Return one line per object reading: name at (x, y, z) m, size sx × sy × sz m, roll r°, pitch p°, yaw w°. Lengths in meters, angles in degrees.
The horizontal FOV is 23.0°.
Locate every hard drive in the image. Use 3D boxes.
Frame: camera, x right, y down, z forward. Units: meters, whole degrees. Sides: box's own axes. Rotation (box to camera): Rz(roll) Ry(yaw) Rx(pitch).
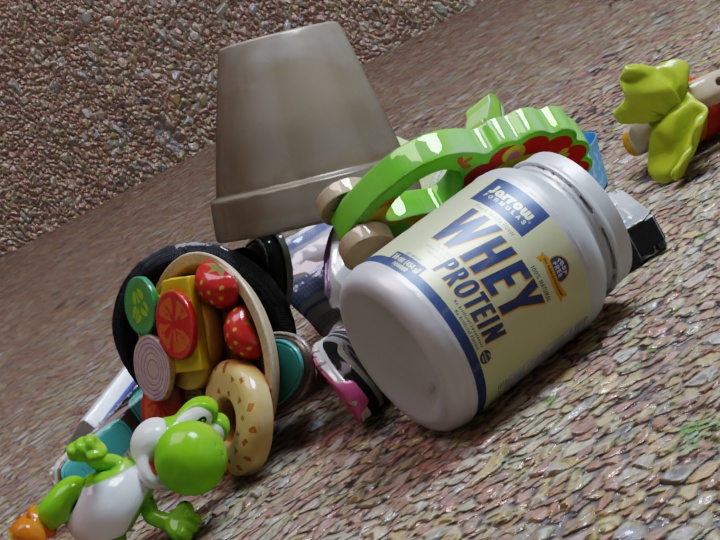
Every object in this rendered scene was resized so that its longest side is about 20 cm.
hard drive at (0.158, 0.001, 1.524) m, size 0.199 × 0.038 × 0.140 m, roll -29°, pitch 13°, yaw 3°
hard drive at (-0.240, 0.119, 1.841) m, size 0.201 × 0.025 × 0.132 m, roll -54°, pitch 0°, yaw -37°

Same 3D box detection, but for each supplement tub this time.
supplement tub at (0.098, 0.012, 1.363) m, size 0.199 × 0.146 × 0.145 m, roll -36°, pitch 13°, yaw -23°

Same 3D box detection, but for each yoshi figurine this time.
yoshi figurine at (-0.185, 0.181, 1.447) m, size 0.200 × 0.113 × 0.112 m, roll -41°, pitch 58°, yaw -11°

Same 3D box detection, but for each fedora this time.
fedora at (-0.138, 0.045, 1.682) m, size 0.199 × 0.202 × 0.092 m, roll -24°, pitch 18°, yaw 28°

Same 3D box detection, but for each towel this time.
towel at (0.000, 0.000, 1.730) m, size 0.146 × 0.024 × 0.200 m, roll -34°, pitch 41°, yaw -10°

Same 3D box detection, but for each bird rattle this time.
bird rattle at (0.323, -0.167, 1.670) m, size 0.199 × 0.113 × 0.163 m, roll -32°, pitch -5°, yaw -19°

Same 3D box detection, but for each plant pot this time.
plant pot at (-0.058, -0.132, 1.641) m, size 0.198 × 0.176 × 0.200 m, roll -14°, pitch 4°, yaw 1°

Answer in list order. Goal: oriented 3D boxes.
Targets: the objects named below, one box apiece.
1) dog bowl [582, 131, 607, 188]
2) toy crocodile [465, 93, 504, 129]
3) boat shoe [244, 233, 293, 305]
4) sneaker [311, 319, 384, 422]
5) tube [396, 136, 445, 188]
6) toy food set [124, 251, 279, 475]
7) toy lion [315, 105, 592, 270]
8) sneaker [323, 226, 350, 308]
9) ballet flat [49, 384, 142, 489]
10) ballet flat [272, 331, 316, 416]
dog bowl at (0.169, -0.081, 1.795) m, size 0.199 × 0.050 × 0.111 m, roll -15°, pitch 20°, yaw 50°
toy crocodile at (0.122, -0.083, 1.709) m, size 0.067 × 0.061 × 0.202 m, roll -31°, pitch 49°, yaw 43°
boat shoe at (-0.117, 0.038, 1.762) m, size 0.060 × 0.072 × 0.202 m, roll -11°, pitch -37°, yaw -27°
sneaker at (0.016, 0.065, 1.519) m, size 0.087 × 0.074 × 0.200 m, roll -34°, pitch 6°, yaw 11°
tube at (0.043, -0.103, 1.790) m, size 0.052 × 0.058 × 0.200 m, roll -28°, pitch 30°, yaw -16°
toy food set at (-0.140, 0.085, 1.560) m, size 0.048 × 0.202 × 0.197 m, roll -10°, pitch 0°, yaw -39°
toy lion at (0.091, -0.067, 1.452) m, size 0.191 × 0.069 × 0.199 m, roll -42°, pitch -34°, yaw 23°
sneaker at (0.030, -0.017, 1.619) m, size 0.099 × 0.076 × 0.200 m, roll 8°, pitch 22°, yaw 21°
ballet flat at (-0.222, 0.161, 1.729) m, size 0.199 × 0.076 × 0.064 m, roll -32°, pitch -8°, yaw -24°
ballet flat at (-0.081, 0.100, 1.583) m, size 0.067 × 0.069 × 0.200 m, roll -13°, pitch -13°, yaw -39°
